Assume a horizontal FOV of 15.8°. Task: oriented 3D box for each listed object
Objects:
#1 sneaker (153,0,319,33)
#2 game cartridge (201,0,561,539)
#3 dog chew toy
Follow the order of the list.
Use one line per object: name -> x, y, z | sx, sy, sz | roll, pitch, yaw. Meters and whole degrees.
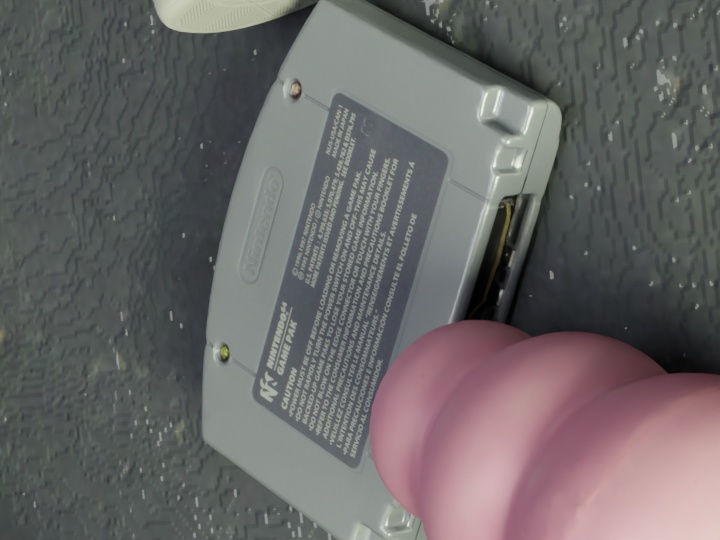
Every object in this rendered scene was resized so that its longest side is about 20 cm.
sneaker -> -0.014, -0.182, 1.005 | 0.200, 0.073, 0.112 | -31, 70, 33
game cartridge -> 0.000, 0.000, 1.028 | 0.133, 0.041, 0.200 | 31, 114, 34
dog chew toy -> 0.079, 0.079, 0.905 | 0.200, 0.124, 0.125 | 29, 114, 45
